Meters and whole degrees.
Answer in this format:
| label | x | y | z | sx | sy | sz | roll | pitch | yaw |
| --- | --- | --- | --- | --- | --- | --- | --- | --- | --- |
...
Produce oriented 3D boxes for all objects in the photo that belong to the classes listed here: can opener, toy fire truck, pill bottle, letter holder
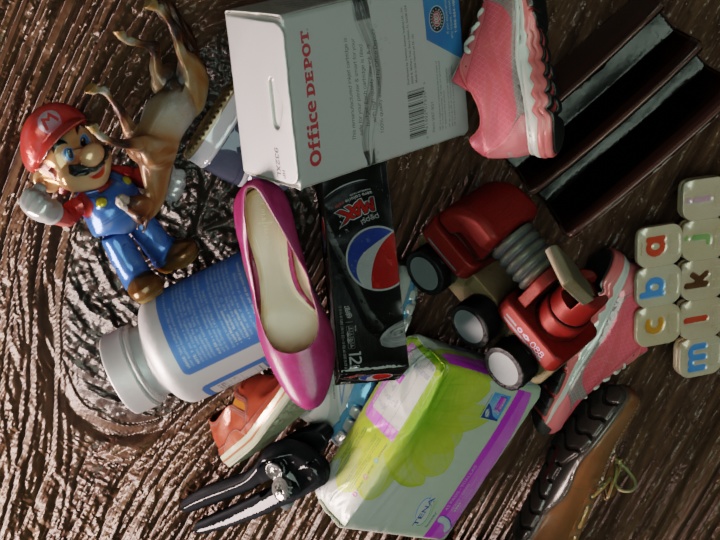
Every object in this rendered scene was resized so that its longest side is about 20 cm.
| label | x | y | z | sx | sy | sz | roll | pitch | yaw |
| --- | --- | --- | --- | --- | --- | --- | --- | --- | --- |
| can opener | -0.102 | 0.217 | 1.323 | 0.200 | 0.079 | 0.063 | -35 | 83 | 32 |
| toy fire truck | 0.143 | -0.004 | 1.183 | 0.176 | 0.129 | 0.200 | 51 | 144 | 9 |
| pill bottle | -0.140 | 0.055 | 1.267 | 0.200 | 0.112 | 0.112 | -25 | 107 | 5 |
| letter holder | 0.223 | -0.140 | 1.205 | 0.200 | 0.142 | 0.101 | -41 | 105 | 11 |

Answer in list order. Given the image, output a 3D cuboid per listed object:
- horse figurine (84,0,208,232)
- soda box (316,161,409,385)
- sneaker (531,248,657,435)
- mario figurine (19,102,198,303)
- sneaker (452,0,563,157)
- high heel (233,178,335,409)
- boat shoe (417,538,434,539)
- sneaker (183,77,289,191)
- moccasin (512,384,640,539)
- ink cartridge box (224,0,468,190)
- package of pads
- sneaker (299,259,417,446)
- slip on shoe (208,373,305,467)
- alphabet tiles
| label | x | y | z | sx | sy | sz | roll | pitch | yaw |
| --- | --- | --- | --- | --- | --- | --- | --- | --- | --- |
| horse figurine | -0.183 | -0.151 | 1.194 | 0.050 | 0.200 | 0.133 | 2 | 152 | 32 |
| soda box | 0.000 | 0.000 | 1.229 | 0.063 | 0.071 | 0.200 | -5 | 77 | -7 |
| sneaker | 0.235 | 0.082 | 1.313 | 0.087 | 0.074 | 0.200 | 20 | 107 | -12 |
| mario figurine | -0.229 | -0.068 | 1.224 | 0.106 | 0.124 | 0.200 | -29 | 111 | 20 |
| sneaker | 0.117 | -0.192 | 1.154 | 0.087 | 0.074 | 0.200 | -9 | 84 | 17 |
| high heel | -0.067 | 0.020 | 1.154 | 0.067 | 0.096 | 0.200 | -8 | 83 | 8 |
| boat shoe | 0.119 | 0.311 | 1.385 | 0.200 | 0.072 | 0.076 | 15 | 94 | -21 |
| sneaker | -0.062 | -0.156 | 1.227 | 0.108 | 0.070 | 0.200 | 34 | 102 | -16 |
| moccasin | 0.229 | 0.205 | 1.353 | 0.078 | 0.074 | 0.202 | 19 | 103 | -18 |
| ink cartridge box | -0.008 | -0.169 | 1.161 | 0.200 | 0.084 | 0.145 | -21 | 116 | -37 |
| package of pads | 0.063 | 0.166 | 1.303 | 0.154 | 0.068 | 0.200 | 17 | 109 | -42 |
| sneaker | -0.012 | 0.072 | 1.302 | 0.087 | 0.075 | 0.200 | 26 | 105 | -4 |
| slip on shoe | -0.091 | 0.125 | 1.276 | 0.061 | 0.074 | 0.200 | 57 | 141 | 9 |
| alphabet tiles | 0.350 | 0.003 | 1.300 | 0.195 | 0.015 | 0.200 | -9 | 109 | -18 |
